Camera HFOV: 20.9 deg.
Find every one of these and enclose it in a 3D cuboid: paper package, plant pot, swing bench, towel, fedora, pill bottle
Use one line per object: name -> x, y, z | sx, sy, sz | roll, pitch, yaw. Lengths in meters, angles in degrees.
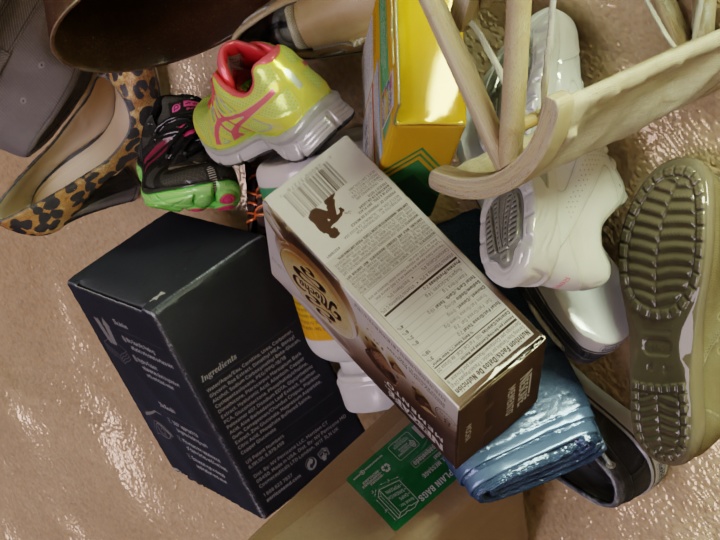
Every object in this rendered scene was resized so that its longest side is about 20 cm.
paper package -> 0.022, 0.210, 1.468 | 0.103, 0.200, 0.191 | 42, 163, 26
plant pot -> -0.177, -0.285, 1.506 | 0.187, 0.185, 0.202 | -40, 64, 51
swing bench -> 0.133, -0.164, 1.168 | 0.129, 0.198, 0.202 | 5, 114, 48
towel -> 0.084, 0.062, 1.387 | 0.049, 0.111, 0.201 | 94, 154, -64
fedora -> -0.284, -0.180, 1.707 | 0.090, 0.202, 0.177 | 25, 175, -2
pill bottle -> 0.000, 0.000, 1.487 | 0.112, 0.112, 0.202 | -4, 107, 50

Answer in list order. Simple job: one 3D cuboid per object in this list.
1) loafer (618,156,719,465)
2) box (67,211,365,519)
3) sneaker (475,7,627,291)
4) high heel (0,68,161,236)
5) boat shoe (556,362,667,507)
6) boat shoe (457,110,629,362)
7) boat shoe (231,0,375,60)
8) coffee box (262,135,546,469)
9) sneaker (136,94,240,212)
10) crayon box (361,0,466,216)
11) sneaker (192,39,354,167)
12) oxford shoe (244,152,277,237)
loafer -> 0.216, 0.025, 1.288 | 0.076, 0.067, 0.202 | 13, 104, 45
box -> -0.119, 0.072, 1.598 | 0.196, 0.117, 0.201 | 15, 136, 61
sneaker -> 0.132, -0.075, 1.299 | 0.078, 0.099, 0.202 | -22, 58, 55
high heel -> -0.245, -0.116, 1.683 | 0.071, 0.142, 0.201 | 46, 139, 32
boat shoe -> 0.129, 0.107, 1.429 | 0.200, 0.067, 0.072 | 38, 135, 30
boat shoe -> 0.121, -0.028, 1.358 | 0.201, 0.071, 0.068 | 58, 155, 9
boat shoe -> -0.022, -0.185, 1.438 | 0.199, 0.076, 0.072 | -16, 96, 51
coffee box -> 0.028, 0.022, 1.316 | 0.200, 0.080, 0.113 | 46, 163, 19
sneaker -> -0.147, -0.099, 1.596 | 0.200, 0.076, 0.085 | -140, 50, -64
crayon box -> 0.036, -0.129, 1.321 | 0.200, 0.051, 0.127 | 106, 164, -71
sneaker -> -0.080, -0.135, 1.459 | 0.091, 0.078, 0.199 | 51, 158, -20
oxford shoe -> -0.063, -0.063, 1.556 | 0.071, 0.072, 0.201 | -32, 85, 52
